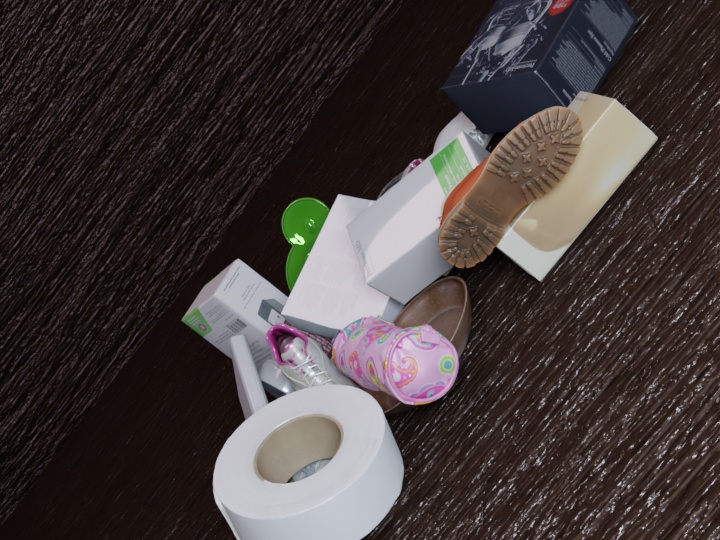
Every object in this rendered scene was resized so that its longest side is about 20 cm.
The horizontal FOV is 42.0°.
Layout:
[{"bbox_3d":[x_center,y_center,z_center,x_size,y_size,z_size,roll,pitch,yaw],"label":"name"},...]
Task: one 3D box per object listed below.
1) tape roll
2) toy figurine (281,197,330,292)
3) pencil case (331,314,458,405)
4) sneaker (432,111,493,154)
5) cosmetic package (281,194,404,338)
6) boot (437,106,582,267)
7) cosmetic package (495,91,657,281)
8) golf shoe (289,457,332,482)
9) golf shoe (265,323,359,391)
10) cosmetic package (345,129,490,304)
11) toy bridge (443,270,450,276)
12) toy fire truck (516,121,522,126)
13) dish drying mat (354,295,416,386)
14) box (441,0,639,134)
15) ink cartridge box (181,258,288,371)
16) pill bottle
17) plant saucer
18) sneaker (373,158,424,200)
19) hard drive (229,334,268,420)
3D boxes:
[{"bbox_3d":[-0.057,0.216,1.020,0.201,0.071,0.203,-17,30,10],"label":"tape roll"},{"bbox_3d":[-0.048,-0.037,1.534,0.150,0.201,0.184,-28,9,9],"label":"toy figurine"},{"bbox_3d":[0.033,0.095,1.031,0.088,0.087,0.200,-56,15,-9],"label":"pencil case"},{"bbox_3d":[0.186,-0.225,1.421,0.200,0.074,0.115,-60,14,-26],"label":"sneaker"},{"bbox_3d":[0.000,0.000,1.292,0.150,0.052,0.201,12,67,33],"label":"cosmetic package"},{"bbox_3d":[0.153,-0.104,1.006,0.200,0.075,0.107,-47,15,21],"label":"boot"},{"bbox_3d":[0.223,-0.096,1.043,0.200,0.071,0.105,-52,17,5],"label":"cosmetic package"},{"bbox_3d":[-0.041,0.248,1.117,0.097,0.079,0.200,-26,22,8],"label":"golf shoe"},{"bbox_3d":[-0.060,0.140,1.208,0.075,0.092,0.200,-45,48,-6],"label":"golf shoe"},{"bbox_3d":[0.089,-0.063,1.171,0.200,0.085,0.108,-39,49,21],"label":"cosmetic package"},{"bbox_3d":[0.101,-0.037,1.347,0.067,0.027,0.200,-54,17,-3],"label":"toy bridge"},{"bbox_3d":[0.195,-0.124,1.224,0.141,0.049,0.200,-51,17,10],"label":"toy fire truck"},{"bbox_3d":[0.012,0.118,1.292,0.200,0.018,0.077,-57,17,-12],"label":"dish drying mat"},{"bbox_3d":[0.242,-0.294,1.281,0.200,0.104,0.183,5,60,58],"label":"box"},{"bbox_3d":[-0.171,0.092,1.541,0.145,0.200,0.084,-32,24,52],"label":"ink cartridge box"},{"bbox_3d":[-0.060,0.099,1.364,0.200,0.114,0.114,-58,16,-17],"label":"pill bottle"},{"bbox_3d":[0.072,0.098,1.130,0.201,0.037,0.201,-48,16,18],"label":"plant saucer"},{"bbox_3d":[0.057,-0.096,1.522,0.087,0.074,0.200,-37,19,47],"label":"sneaker"},{"bbox_3d":[-0.136,0.200,1.258,0.200,0.026,0.132,-117,18,-48],"label":"hard drive"}]
